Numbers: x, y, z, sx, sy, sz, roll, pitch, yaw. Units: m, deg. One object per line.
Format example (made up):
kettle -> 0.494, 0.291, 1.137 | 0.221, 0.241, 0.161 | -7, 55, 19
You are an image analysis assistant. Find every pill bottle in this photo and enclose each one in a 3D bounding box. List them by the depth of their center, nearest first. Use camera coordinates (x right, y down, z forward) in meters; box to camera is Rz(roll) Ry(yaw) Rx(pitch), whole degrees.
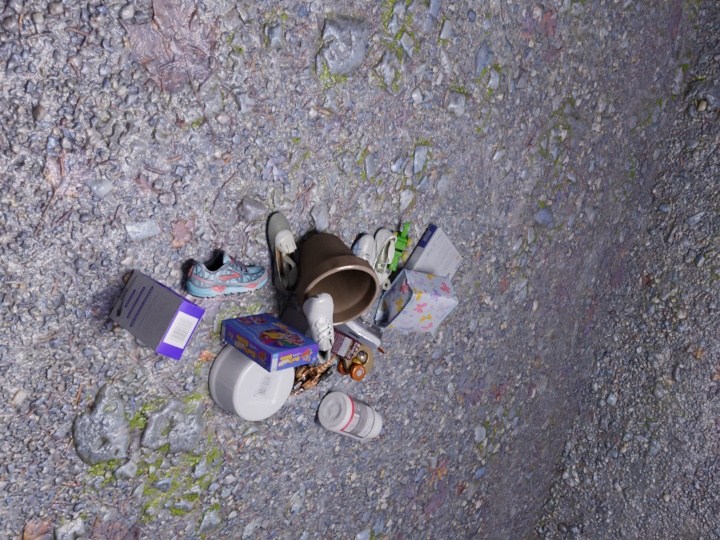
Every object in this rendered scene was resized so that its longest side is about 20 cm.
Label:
pill bottle -> -0.022, 0.426, 1.852 | 0.200, 0.110, 0.111 | 35, 81, -48

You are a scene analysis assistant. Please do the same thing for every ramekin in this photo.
ramekin -> -0.255, 0.264, 1.551 | 0.200, 0.097, 0.202 | -21, 121, -39

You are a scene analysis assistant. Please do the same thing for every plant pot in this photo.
plant pot -> -0.074, 0.005, 1.550 | 0.199, 0.175, 0.201 | -15, 139, -13

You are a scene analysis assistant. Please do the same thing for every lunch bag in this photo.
lunch bag -> 0.153, 0.100, 1.861 | 0.169, 0.128, 0.200 | 9, 133, -29

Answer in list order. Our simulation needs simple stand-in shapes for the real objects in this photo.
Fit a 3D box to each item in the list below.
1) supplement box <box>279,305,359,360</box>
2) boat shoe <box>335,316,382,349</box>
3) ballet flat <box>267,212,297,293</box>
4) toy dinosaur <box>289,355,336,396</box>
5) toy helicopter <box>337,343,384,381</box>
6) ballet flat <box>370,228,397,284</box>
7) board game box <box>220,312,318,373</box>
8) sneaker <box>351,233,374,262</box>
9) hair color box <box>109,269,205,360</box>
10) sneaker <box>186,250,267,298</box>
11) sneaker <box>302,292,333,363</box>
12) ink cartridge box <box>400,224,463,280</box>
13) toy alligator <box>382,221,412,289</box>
supplement box -> -0.106, 0.163, 1.655 | 0.200, 0.108, 0.061 | 33, 82, -49
boat shoe -> -0.018, 0.135, 1.734 | 0.199, 0.070, 0.067 | 34, 61, -16
ballet flat -> -0.176, -0.039, 1.529 | 0.067, 0.064, 0.201 | -22, 121, -37
toy dinosaur -> -0.130, 0.272, 1.641 | 0.136, 0.199, 0.103 | -37, 112, -57
toy helicopter -> -0.006, 0.201, 1.805 | 0.132, 0.079, 0.201 | -24, 110, -30
ballet flat -> 0.053, -0.016, 1.777 | 0.069, 0.069, 0.201 | 7, 101, -47
board game box -> -0.211, 0.162, 1.477 | 0.134, 0.199, 0.045 | -7, 113, -44
sneaker -> 0.000, 0.000, 1.724 | 0.072, 0.072, 0.201 | 17, 93, -46
hair color box -> -0.398, 0.084, 1.249 | 0.065, 0.199, 0.110 | 34, 81, -49
sneaker -> -0.287, 0.002, 1.421 | 0.199, 0.079, 0.096 | -11, 113, -43
sneaker -> -0.086, 0.132, 1.478 | 0.074, 0.087, 0.201 | -16, 137, -14
ink cartridge box -> 0.218, -0.008, 1.969 | 0.197, 0.043, 0.200 | -57, 140, -10
toy alligator -> 0.101, -0.043, 1.828 | 0.054, 0.059, 0.201 | -60, 169, -84
